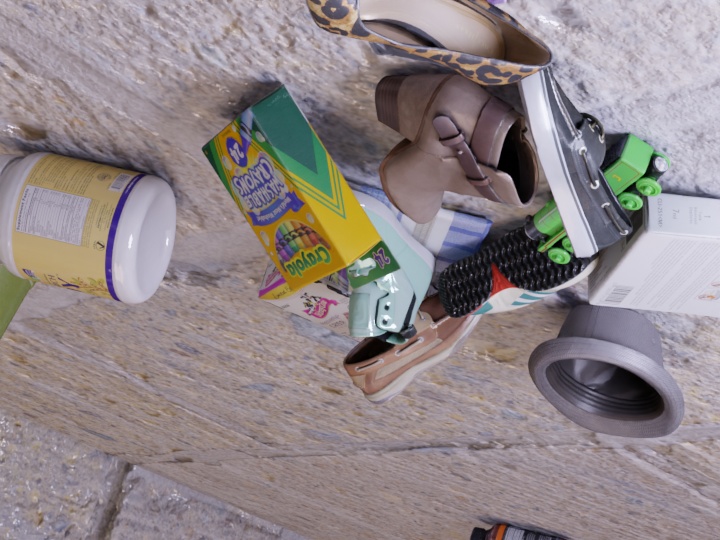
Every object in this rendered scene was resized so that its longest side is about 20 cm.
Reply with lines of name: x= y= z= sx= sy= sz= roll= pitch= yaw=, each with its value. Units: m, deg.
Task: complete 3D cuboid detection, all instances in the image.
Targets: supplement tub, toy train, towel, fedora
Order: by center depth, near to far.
toy train: x=0.207 y=-0.062 z=1.130 sx=0.056 sy=0.042 sz=0.200 roll=30 pitch=152 yaw=-8
towel: x=0.033 y=-0.048 z=1.334 sx=0.197 sy=0.024 sz=0.147 roll=15 pitch=157 yaw=0
supplement tub: x=-0.322 y=-0.052 z=1.418 sx=0.197 sy=0.148 sz=0.146 roll=12 pitch=159 yaw=11
fedora: x=0.285 y=0.103 z=1.423 sx=0.175 sy=0.091 sz=0.200 roll=-3 pitch=145 yaw=38
supplement tub: x=0.319 y=0.578 z=2.546 sx=0.197 sy=0.109 sz=0.107 roll=9 pitch=158 yaw=18

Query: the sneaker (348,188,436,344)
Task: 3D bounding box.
sneaker: x=0.001 y=0.000 z=1.282 sx=0.073 sy=0.120 sz=0.200 roll=-8 pitch=147 yaw=43

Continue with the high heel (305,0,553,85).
high heel: x=0.046 y=-0.179 z=0.837 sx=0.140 sy=0.073 sz=0.200 roll=13 pitch=176 yaw=24

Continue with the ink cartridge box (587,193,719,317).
ink cartridge box: x=0.323 y=-0.009 z=1.186 sx=0.170 sy=0.044 sz=0.200 roll=5 pitch=160 yaw=-4

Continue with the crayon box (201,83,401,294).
crayon box: x=-0.059 y=-0.060 z=1.188 sx=0.202 sy=0.051 sz=0.125 roll=57 pitch=150 yaw=-5

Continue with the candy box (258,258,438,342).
candy box: x=-0.007 y=0.032 z=1.506 sx=0.198 sy=0.062 sz=0.136 roll=25 pitch=157 yaw=-19

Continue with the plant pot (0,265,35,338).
plant pot: x=-0.553 y=0.036 z=1.748 sx=0.197 sy=0.193 sz=0.201 roll=14 pitch=158 yaw=5

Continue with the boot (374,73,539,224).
boot: x=0.088 y=-0.089 z=1.086 sx=0.145 sy=0.071 sz=0.201 roll=25 pitch=155 yaw=31

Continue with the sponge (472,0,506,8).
sponge: x=0.006 y=-0.241 z=0.866 sx=0.110 sy=0.030 sz=0.199 roll=-5 pitch=150 yaw=44

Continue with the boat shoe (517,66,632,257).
boat shoe: x=0.174 y=-0.098 z=1.024 sx=0.056 sy=0.069 sz=0.201 roll=-19 pitch=128 yaw=10

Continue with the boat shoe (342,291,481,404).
boat shoe: x=0.061 y=0.069 z=1.420 sx=0.072 sy=0.200 sz=0.076 roll=40 pitch=-165 yaw=-24

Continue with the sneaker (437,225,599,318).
sneaker: x=0.176 y=-0.003 z=1.301 sx=0.093 sy=0.072 sz=0.198 roll=-7 pitch=167 yaw=-47
